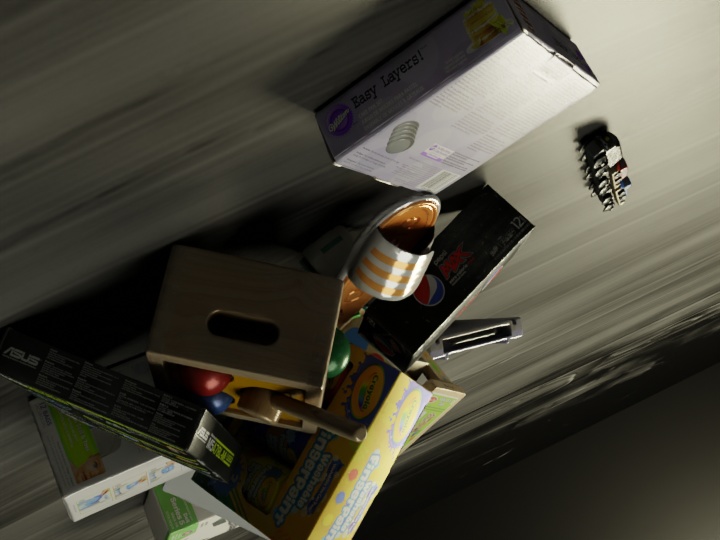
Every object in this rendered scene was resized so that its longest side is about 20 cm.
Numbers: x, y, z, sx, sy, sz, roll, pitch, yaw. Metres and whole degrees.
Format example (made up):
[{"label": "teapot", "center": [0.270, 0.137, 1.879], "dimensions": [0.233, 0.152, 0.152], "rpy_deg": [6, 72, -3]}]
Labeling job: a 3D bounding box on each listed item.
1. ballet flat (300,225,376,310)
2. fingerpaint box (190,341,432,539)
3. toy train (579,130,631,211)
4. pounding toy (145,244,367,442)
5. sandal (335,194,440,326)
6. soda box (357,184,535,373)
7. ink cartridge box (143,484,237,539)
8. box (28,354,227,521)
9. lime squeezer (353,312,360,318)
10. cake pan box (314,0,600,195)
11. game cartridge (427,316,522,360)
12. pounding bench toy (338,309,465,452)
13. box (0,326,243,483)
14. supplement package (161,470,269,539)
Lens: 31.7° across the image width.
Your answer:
[{"label": "ballet flat", "center": [0.000, 0.000, 1.295], "dimensions": [0.069, 0.070, 0.200], "rpy_deg": [-28, 161, 10]}, {"label": "fingerpaint box", "center": [-0.050, 0.164, 1.252], "dimensions": [0.073, 0.166, 0.202], "rpy_deg": [37, 82, -51]}, {"label": "toy train", "center": [0.273, -0.110, 1.401], "dimensions": [0.046, 0.034, 0.200], "rpy_deg": [-39, 160, 2]}, {"label": "pounding toy", "center": [-0.085, 0.084, 1.130], "dimensions": [0.197, 0.144, 0.185], "rpy_deg": [12, 158, 0]}, {"label": "sandal", "center": [0.022, 0.009, 1.179], "dimensions": [0.078, 0.060, 0.207], "rpy_deg": [-9, 148, -38]}, {"label": "soda box", "center": [0.087, 0.008, 1.299], "dimensions": [0.200, 0.071, 0.064], "rpy_deg": [-45, 169, -22]}, {"label": "ink cartridge box", "center": [-0.212, 0.336, 1.886], "dimensions": [0.197, 0.085, 0.146], "rpy_deg": [-19, 161, -21]}, {"label": "box", "center": [-0.232, 0.163, 1.335], "dimensions": [0.197, 0.114, 0.102], "rpy_deg": [-21, 160, -16]}, {"label": "lime squeezer", "center": [-0.099, 0.053, 1.325], "dimensions": [0.197, 0.038, 0.071], "rpy_deg": [3, 136, -32]}, {"label": "cake pan box", "center": [0.085, -0.138, 1.037], "dimensions": [0.183, 0.053, 0.199], "rpy_deg": [-32, 161, 23]}, {"label": "game cartridge", "center": [0.102, 0.090, 1.627], "dimensions": [0.128, 0.039, 0.198], "rpy_deg": [-11, 179, 43]}, {"label": "pounding bench toy", "center": [0.002, 0.115, 1.431], "dimensions": [0.124, 0.157, 0.200], "rpy_deg": [-42, 161, 10]}, {"label": "box", "center": [-0.217, 0.128, 1.168], "dimensions": [0.194, 0.197, 0.048], "rpy_deg": [76, 36, -69]}, {"label": "supplement package", "center": [-0.119, 0.234, 1.514], "dimensions": [0.156, 0.198, 0.112], "rpy_deg": [121, -7, -59]}]
